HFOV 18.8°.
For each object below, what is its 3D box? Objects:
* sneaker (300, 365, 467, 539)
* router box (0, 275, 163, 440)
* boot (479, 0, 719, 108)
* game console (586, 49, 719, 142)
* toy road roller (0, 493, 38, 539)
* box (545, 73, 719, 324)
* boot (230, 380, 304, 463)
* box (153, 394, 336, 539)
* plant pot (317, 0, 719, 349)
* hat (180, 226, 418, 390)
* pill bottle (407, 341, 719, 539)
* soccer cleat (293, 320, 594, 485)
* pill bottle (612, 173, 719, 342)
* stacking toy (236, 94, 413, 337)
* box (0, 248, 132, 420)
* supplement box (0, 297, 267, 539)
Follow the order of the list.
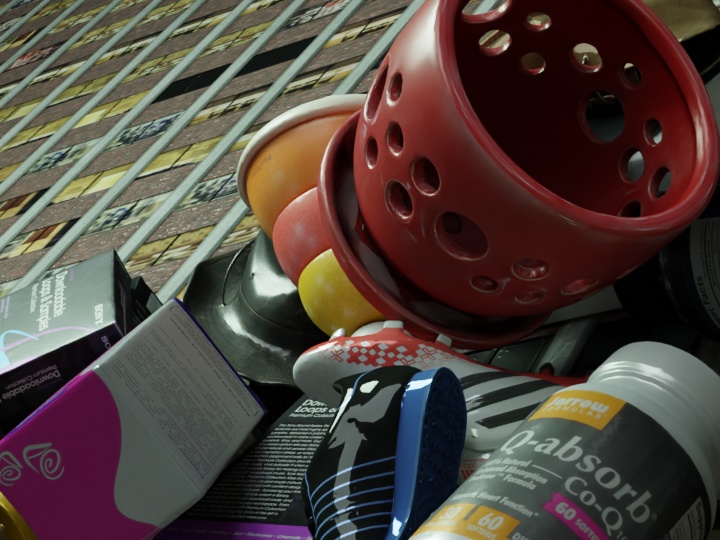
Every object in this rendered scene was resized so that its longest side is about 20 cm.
[{"bbox_3d":[0.002,0.146,1.209,0.078,0.070,0.201,-4,56,32],"label":"sneaker"},{"bbox_3d":[-0.239,0.097,1.566,0.199,0.062,0.150,-24,23,17],"label":"router box"},{"bbox_3d":[0.147,-0.136,1.437,0.199,0.074,0.076,-23,34,-2],"label":"boot"},{"bbox_3d":[0.154,-0.113,1.498,0.200,0.031,0.176,-40,29,-30],"label":"game console"},{"bbox_3d":[-0.269,0.186,1.475,0.146,0.123,0.200,-26,19,-39],"label":"toy road roller"},{"bbox_3d":[0.165,-0.050,1.519,0.199,0.107,0.152,-13,24,34],"label":"box"},{"bbox_3d":[-0.139,0.107,1.592,0.199,0.073,0.182,-24,17,28],"label":"boot"},{"bbox_3d":[-0.020,0.134,1.348,0.143,0.036,0.200,-2,29,38],"label":"box"},{"bbox_3d":[0.088,-0.063,1.302,0.200,0.200,0.183,-45,-2,-41],"label":"plant pot"},{"bbox_3d":[-0.031,0.008,1.538,0.200,0.081,0.201,12,29,-7],"label":"hat"},{"bbox_3d":[0.113,0.130,1.124,0.116,0.117,0.200,-4,30,47],"label":"pill bottle"},{"bbox_3d":[0.053,0.088,1.280,0.199,0.069,0.085,11,54,8],"label":"soccer cleat"},{"bbox_3d":[0.252,-0.013,1.308,0.199,0.112,0.112,-5,29,46],"label":"pill bottle"},{"bbox_3d":[0.000,0.000,1.412,0.146,0.146,0.201,-20,56,17],"label":"stacking toy"},{"bbox_3d":[-0.253,0.060,1.510,0.199,0.036,0.143,-23,23,1],"label":"box"},{"bbox_3d":[-0.142,0.102,1.342,0.101,0.103,0.200,-38,5,13],"label":"supplement box"}]
